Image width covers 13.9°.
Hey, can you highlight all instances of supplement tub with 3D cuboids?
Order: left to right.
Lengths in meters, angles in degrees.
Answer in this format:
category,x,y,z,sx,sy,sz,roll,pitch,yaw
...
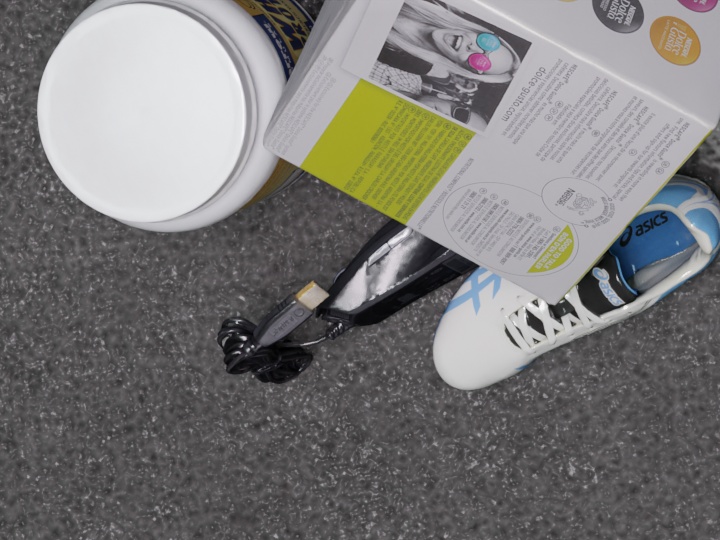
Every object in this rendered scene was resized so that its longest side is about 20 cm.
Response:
category,x,y,z,sx,sy,sz,roll,pitch,yaw
supplement tub,-0.101,-0.099,1.725,0.144,0.200,0.145,2,98,11

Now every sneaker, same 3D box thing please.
category,x,y,z,sx,sy,sz,roll,pitch,yaw
sneaker,0.125,0.009,1.755,0.200,0.073,0.072,-33,102,14

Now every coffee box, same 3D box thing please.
category,x,y,z,sx,sy,sz,roll,pitch,yaw
coffee box,0.093,-0.141,1.622,0.197,0.200,0.200,28,144,-7

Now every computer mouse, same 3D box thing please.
category,x,y,z,sx,sy,sz,roll,pitch,yaw
computer mouse,0.000,0.000,1.753,0.199,0.140,0.046,-32,77,14
